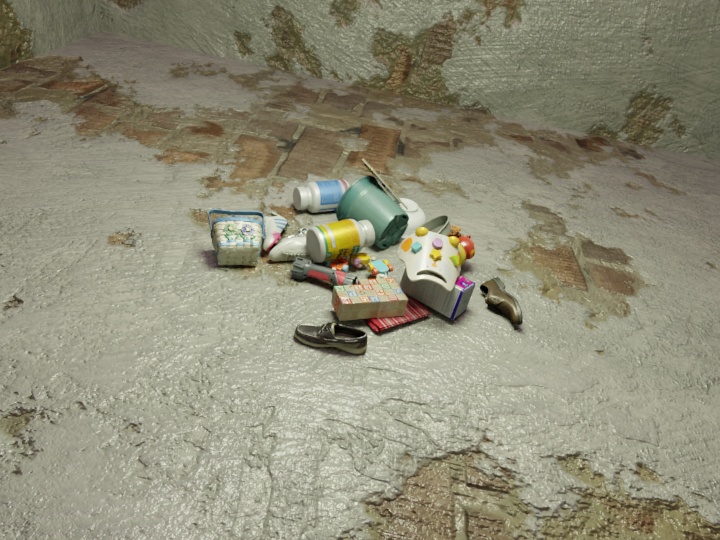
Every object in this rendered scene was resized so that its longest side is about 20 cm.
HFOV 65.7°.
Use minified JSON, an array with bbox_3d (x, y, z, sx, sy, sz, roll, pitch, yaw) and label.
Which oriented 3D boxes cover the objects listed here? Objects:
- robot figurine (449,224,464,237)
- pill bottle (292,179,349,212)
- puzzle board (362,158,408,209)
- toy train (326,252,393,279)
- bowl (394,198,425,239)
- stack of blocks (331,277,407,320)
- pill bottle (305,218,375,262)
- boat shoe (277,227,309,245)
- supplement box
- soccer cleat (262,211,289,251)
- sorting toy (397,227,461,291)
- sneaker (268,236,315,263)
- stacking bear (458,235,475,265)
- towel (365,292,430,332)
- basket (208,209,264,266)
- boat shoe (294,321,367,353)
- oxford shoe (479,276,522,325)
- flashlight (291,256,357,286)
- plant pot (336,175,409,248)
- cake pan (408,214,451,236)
[{"bbox_3d":[0.305,-0.112,1.995,0.144,0.059,0.200,20,36,11],"label":"robot figurine"},{"bbox_3d":[-0.142,-0.272,2.049,0.198,0.113,0.112,-8,38,-28],"label":"pill bottle"},{"bbox_3d":[0.083,-0.302,1.958,0.200,0.017,0.151,44,9,-25],"label":"puzzle board"},{"bbox_3d":[0.000,0.000,1.753,0.198,0.056,0.150,18,36,15],"label":"toy train"},{"bbox_3d":[0.159,-0.206,2.062,0.199,0.091,0.202,8,33,-5],"label":"bowl"},{"bbox_3d":[0.020,0.080,1.594,0.198,0.059,0.115,-3,33,-22],"label":"stack of blocks"},{"bbox_3d":[-0.059,-0.098,1.736,0.199,0.114,0.113,-15,42,-28],"label":"pill bottle"},{"bbox_3d":[-0.179,-0.110,1.840,0.198,0.069,0.072,-9,40,-23],"label":"boat shoe"},{"bbox_3d":[0.231,0.049,1.692,0.199,0.104,0.101,28,26,24],"label":"supplement box"},{"bbox_3d":[-0.296,-0.128,1.819,0.086,0.070,0.200,39,25,-11],"label":"soccer cleat"},{"bbox_3d":[0.209,-0.018,1.612,0.198,0.107,0.181,15,44,-3],"label":"sorting toy"},{"bbox_3d":[-0.188,-0.057,1.760,0.198,0.073,0.085,-18,62,-23],"label":"sneaker"},{"bbox_3d":[0.303,-0.048,1.832,0.113,0.122,0.199,29,44,35],"label":"stacking bear"},{"bbox_3d":[0.089,0.115,1.637,0.199,0.023,0.145,-12,39,-34],"label":"towel"},{"bbox_3d":[-0.378,-0.115,1.727,0.175,0.140,0.201,-1,44,-19],"label":"basket"},{"bbox_3d":[-0.076,0.166,1.474,0.198,0.065,0.072,13,35,4],"label":"boat shoe"},{"bbox_3d":[0.432,0.105,1.724,0.084,0.073,0.200,-16,37,-11],"label":"oxford shoe"},{"bbox_3d":[-0.111,0.022,1.681,0.198,0.068,0.068,13,42,12],"label":"flashlight"},{"bbox_3d":[0.051,-0.190,1.933,0.199,0.201,0.196,-22,54,-40],"label":"plant pot"},{"bbox_3d":[0.227,-0.115,1.895,0.037,0.199,0.201,53,33,-15],"label":"cake pan"}]
